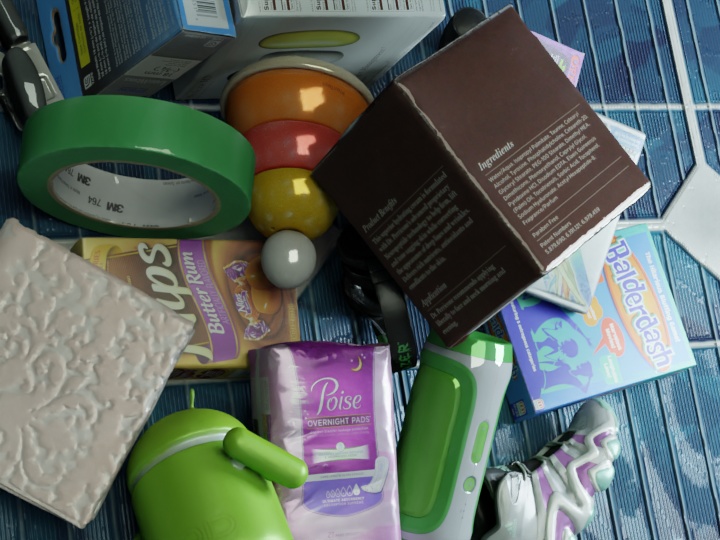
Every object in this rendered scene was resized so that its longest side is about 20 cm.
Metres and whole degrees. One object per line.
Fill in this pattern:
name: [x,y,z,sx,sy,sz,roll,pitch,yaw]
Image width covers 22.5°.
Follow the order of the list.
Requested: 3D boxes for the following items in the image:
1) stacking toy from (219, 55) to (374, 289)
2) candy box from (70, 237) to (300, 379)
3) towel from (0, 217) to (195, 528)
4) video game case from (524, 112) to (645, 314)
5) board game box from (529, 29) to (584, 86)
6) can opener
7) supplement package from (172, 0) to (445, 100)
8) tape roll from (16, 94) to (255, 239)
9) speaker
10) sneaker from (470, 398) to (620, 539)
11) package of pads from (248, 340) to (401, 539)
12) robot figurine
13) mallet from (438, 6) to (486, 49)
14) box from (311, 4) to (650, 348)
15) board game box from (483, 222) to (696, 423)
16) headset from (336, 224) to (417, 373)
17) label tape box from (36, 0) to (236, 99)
stacking toy: [-0.063,-0.075,1.604,0.145,0.146,0.202,17,57,-19]
candy box: [-0.154,0.035,1.594,0.198,0.056,0.118,0,75,-23]
towel: [-0.262,0.085,1.499,0.190,0.032,0.201,28,76,2]
video game case: [0.157,-0.076,1.694,0.198,0.022,0.184,20,88,-23]
board game box: [0.145,-0.128,1.730,0.119,0.032,0.202,16,89,-38]
can opener: [-0.317,-0.214,1.599,0.052,0.066,0.201,-25,80,-27]
supplement package: [-0.060,-0.258,1.654,0.198,0.191,0.149,-4,75,-25]
tape roll: [-0.189,-0.084,1.533,0.199,0.200,0.049,12,68,-21]
speaker: [0.076,0.154,1.606,0.088,0.088,0.202,12,94,-20]
sneaker: [0.155,0.187,1.672,0.139,0.078,0.201,28,64,-15]
package of pads: [-0.029,0.161,1.560,0.119,0.076,0.202,-1,86,-23]
robot figurine: [-0.124,0.201,1.487,0.115,0.176,0.201,4,48,-40]
mallet: [0.052,-0.175,1.771,0.041,0.066,0.200,41,76,4]
box: [0.101,-0.078,1.536,0.164,0.166,0.201,-36,87,-36]
board game box: [0.217,0.049,1.764,0.198,0.045,0.153,-14,80,-28]
headset: [0.000,0.000,1.650,0.093,0.124,0.202,-14,64,-4]
label tape box: [-0.202,-0.235,1.591,0.063,0.199,0.146,-1,73,-42]
